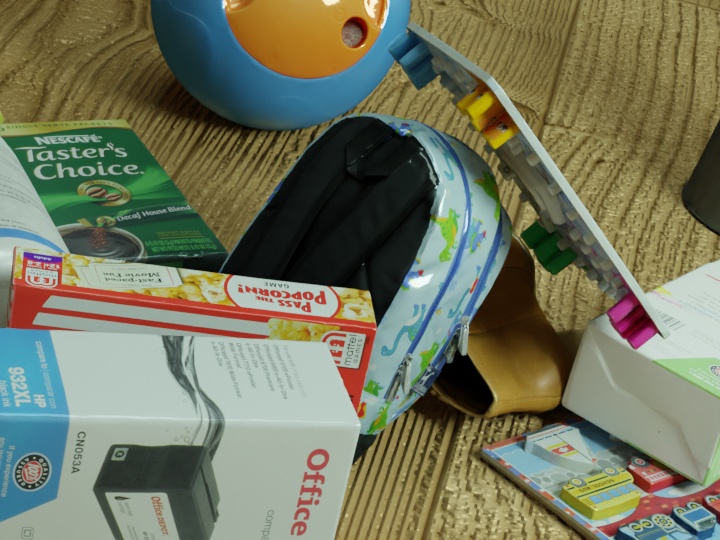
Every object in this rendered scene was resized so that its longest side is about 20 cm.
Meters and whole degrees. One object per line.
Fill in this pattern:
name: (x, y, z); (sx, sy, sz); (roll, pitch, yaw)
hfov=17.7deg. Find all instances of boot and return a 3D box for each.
boot: (0.062, 0.021, 1.524); (0.144, 0.071, 0.201); (-3, 39, -48)

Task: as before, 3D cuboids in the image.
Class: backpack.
backpack: (0.000, 0.000, 1.412); (0.153, 0.201, 0.163); (3, 27, -40)

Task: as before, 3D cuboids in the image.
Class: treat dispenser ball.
treat dispenser ball: (-0.061, -0.208, 1.772); (0.200, 0.201, 0.201); (10, 28, -5)

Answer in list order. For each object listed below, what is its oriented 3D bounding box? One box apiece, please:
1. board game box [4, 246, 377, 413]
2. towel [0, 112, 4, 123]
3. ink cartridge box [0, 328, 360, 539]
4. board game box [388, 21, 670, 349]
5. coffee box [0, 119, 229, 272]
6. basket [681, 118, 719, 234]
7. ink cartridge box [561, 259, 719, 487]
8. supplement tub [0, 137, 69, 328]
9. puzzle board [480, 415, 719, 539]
board game box: (-0.104, 0.074, 1.284); (0.199, 0.152, 0.046); (7, 28, -10)
towel: (-0.294, -0.032, 1.327); (0.086, 0.018, 0.200); (11, 51, 37)
ink cartridge box: (-0.114, 0.114, 1.209); (0.199, 0.146, 0.084); (3, 30, -19)
board game box: (0.101, -0.054, 1.441); (0.026, 0.200, 0.200); (-37, 21, -1)
coffee box: (-0.183, -0.040, 1.574); (0.123, 0.044, 0.200); (-4, 31, -26)
basket: (0.360, -0.120, 1.789); (0.180, 0.201, 0.136); (25, 30, 21)
ink cartridge box: (0.238, 0.060, 1.513); (0.117, 0.068, 0.200); (30, 32, 29)
supplement tub: (-0.244, -0.002, 1.385); (0.131, 0.132, 0.200); (-1, 31, -25)
puzzle board: (0.196, 0.127, 1.458); (0.200, 0.017, 0.151); (-13, 37, -41)
